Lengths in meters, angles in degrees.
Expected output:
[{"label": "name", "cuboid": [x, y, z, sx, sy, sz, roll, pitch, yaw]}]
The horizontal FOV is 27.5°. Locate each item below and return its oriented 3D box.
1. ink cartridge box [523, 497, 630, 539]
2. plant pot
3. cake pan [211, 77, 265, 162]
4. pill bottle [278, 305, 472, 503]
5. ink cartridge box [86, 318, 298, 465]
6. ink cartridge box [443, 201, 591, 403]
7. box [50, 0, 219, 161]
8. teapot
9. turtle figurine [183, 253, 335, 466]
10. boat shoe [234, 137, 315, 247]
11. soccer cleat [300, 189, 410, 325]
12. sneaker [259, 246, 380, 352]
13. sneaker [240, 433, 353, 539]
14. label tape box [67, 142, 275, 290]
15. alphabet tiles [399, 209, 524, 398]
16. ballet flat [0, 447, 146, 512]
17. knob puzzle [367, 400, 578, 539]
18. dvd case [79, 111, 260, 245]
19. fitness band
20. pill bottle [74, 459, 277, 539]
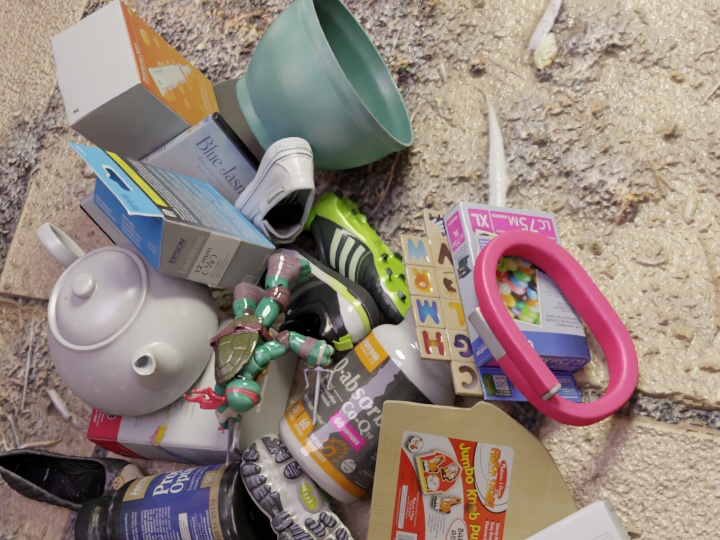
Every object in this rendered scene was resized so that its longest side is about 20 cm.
[{"label": "ink cartridge box", "cuboid": [0.180, 0.331, 1.348, 0.199, 0.044, 0.175, -30, 78, 13]}, {"label": "plant pot", "cuboid": [-0.050, -0.190, 1.601, 0.134, 0.200, 0.201, -30, 58, 17]}, {"label": "cake pan", "cuboid": [-0.150, -0.141, 1.726, 0.199, 0.037, 0.202, -11, 64, 24]}, {"label": "pill bottle", "cuboid": [0.023, 0.127, 1.473, 0.200, 0.116, 0.116, -44, 56, 5]}, {"label": "ink cartridge box", "cuboid": [-0.182, 0.132, 1.596, 0.198, 0.086, 0.149, 3, 68, 28]}, {"label": "ink cartridge box", "cuboid": [0.157, 0.031, 1.445, 0.042, 0.118, 0.202, -44, 48, 50]}, {"label": "box", "cuboid": [-0.243, -0.188, 1.652, 0.097, 0.200, 0.125, -27, 59, 15]}, {"label": "teapot", "cuboid": [-0.256, 0.043, 1.537, 0.198, 0.146, 0.199, -5, 59, 25]}, {"label": "turtle figurine", "cuboid": [-0.099, 0.084, 1.453, 0.149, 0.101, 0.201, -20, 43, 27]}, {"label": "boat shoe", "cuboid": [-0.093, -0.061, 1.581, 0.073, 0.200, 0.067, -6, 62, -15]}, {"label": "soccer cleat", "cuboid": [0.000, 0.000, 1.578, 0.081, 0.067, 0.200, -49, 52, 20]}, {"label": "sneaker", "cuboid": [-0.064, 0.034, 1.553, 0.083, 0.072, 0.199, -36, 33, -25]}, {"label": "sneaker", "cuboid": [-0.049, 0.254, 1.481, 0.077, 0.080, 0.201, -27, 78, 8]}, {"label": "label tape box", "cuboid": [-0.205, -0.053, 1.520, 0.143, 0.199, 0.066, 42, 110, 39]}, {"label": "alphabet tiles", "cuboid": [0.119, 0.032, 1.450, 0.006, 0.165, 0.201, -45, 46, 49]}, {"label": "ballet flat", "cuboid": [-0.324, 0.236, 1.644, 0.198, 0.057, 0.067, 1, 70, 28]}, {"label": "knob puzzle", "cuboid": [0.111, 0.222, 1.406, 0.218, 0.030, 0.222, 1, 95, 12]}, {"label": "dvd case", "cuboid": [-0.196, -0.075, 1.657, 0.199, 0.143, 0.018, -30, 28, 19]}, {"label": "fitness band", "cuboid": [0.183, 0.052, 1.397, 0.201, 0.143, 0.037, 55, 140, 8]}, {"label": "pill bottle", "cuboid": [-0.192, 0.265, 1.529, 0.198, 0.112, 0.113, -12, 64, 22]}]
